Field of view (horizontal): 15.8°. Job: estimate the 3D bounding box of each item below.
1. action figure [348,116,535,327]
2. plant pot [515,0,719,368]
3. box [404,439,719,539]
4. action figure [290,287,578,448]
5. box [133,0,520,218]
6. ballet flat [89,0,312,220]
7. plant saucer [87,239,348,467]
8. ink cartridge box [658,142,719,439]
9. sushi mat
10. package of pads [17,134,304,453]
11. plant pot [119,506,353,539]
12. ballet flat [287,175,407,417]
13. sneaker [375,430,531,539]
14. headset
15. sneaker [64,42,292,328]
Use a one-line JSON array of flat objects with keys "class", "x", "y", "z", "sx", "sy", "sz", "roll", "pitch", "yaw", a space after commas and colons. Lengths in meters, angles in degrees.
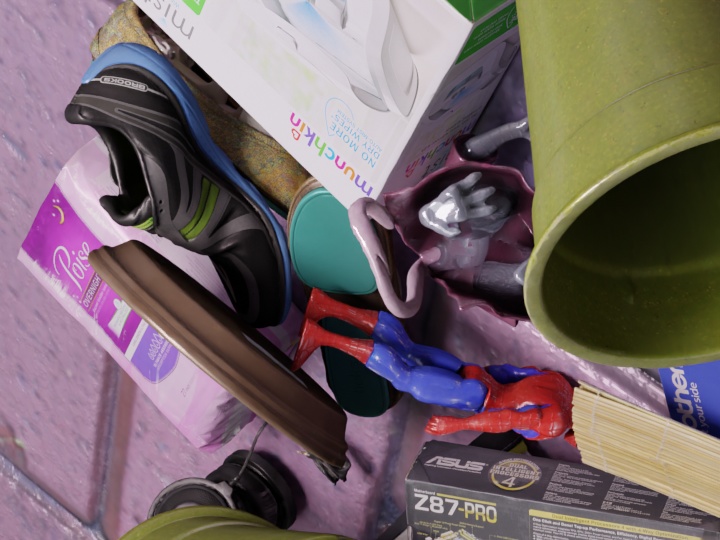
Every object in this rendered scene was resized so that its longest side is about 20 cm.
[{"class": "action figure", "x": 0.064, "y": -0.006, "z": 1.460, "sx": 0.200, "sy": 0.148, "sz": 0.135, "roll": -161, "pitch": 52, "yaw": -80}, {"class": "plant pot", "x": 0.153, "y": -0.086, "z": 1.263, "sx": 0.200, "sy": 0.199, "sz": 0.191, "roll": 119, "pitch": 144, "yaw": -49}, {"class": "box", "x": 0.128, "y": 0.193, "z": 1.566, "sx": 0.199, "sy": 0.049, "sz": 0.162, "roll": 7, "pitch": 125, "yaw": 20}, {"class": "action figure", "x": 0.058, "y": 0.069, "z": 1.547, "sx": 0.199, "sy": 0.066, "sz": 0.052, "roll": 18, "pitch": 115, "yaw": -4}, {"class": "box", "x": -0.010, "y": -0.164, "z": 1.469, "sx": 0.200, "sy": 0.097, "sz": 0.177, "roll": 44, "pitch": 138, "yaw": 12}, {"class": "ballet flat", "x": -0.084, "y": -0.104, "z": 1.619, "sx": 0.200, "sy": 0.071, "sz": 0.071, "roll": 38, "pitch": 139, "yaw": 18}, {"class": "plant saucer", "x": -0.080, "y": 0.045, "z": 1.561, "sx": 0.200, "sy": 0.030, "sz": 0.200, "roll": 41, "pitch": -179, "yaw": -1}, {"class": "ink cartridge box", "x": 0.200, "y": 0.012, "z": 1.412, "sx": 0.094, "sy": 0.044, "sz": 0.201, "roll": 6, "pitch": 121, "yaw": 45}, {"class": "sushi mat", "x": 0.210, "y": 0.119, "z": 1.443, "sx": 0.199, "sy": 0.012, "sz": 0.096, "roll": 22, "pitch": 157, "yaw": 17}, {"class": "package of pads", "x": -0.132, "y": 0.013, "z": 1.736, "sx": 0.200, "sy": 0.076, "sz": 0.121, "roll": 46, "pitch": 138, "yaw": 12}, {"class": "plant pot", "x": -0.056, "y": 0.235, "z": 1.596, "sx": 0.201, "sy": 0.200, "sz": 0.190, "roll": 59, "pitch": 152, "yaw": -4}, {"class": "ballet flat", "x": 0.000, "y": 0.000, "z": 1.588, "sx": 0.067, "sy": 0.073, "sz": 0.201, "roll": 5, "pitch": 134, "yaw": 20}, {"class": "sneaker", "x": 0.064, "y": 0.177, "z": 1.651, "sx": 0.083, "sy": 0.072, "sz": 0.200, "roll": 47, "pitch": 141, "yaw": 9}, {"class": "headset", "x": -0.083, "y": 0.174, "z": 1.772, "sx": 0.094, "sy": 0.123, "sz": 0.201, "roll": 41, "pitch": 119, "yaw": 16}, {"class": "sneaker", "x": -0.111, "y": -0.042, "z": 1.565, "sx": 0.071, "sy": 0.083, "sz": 0.200, "roll": 6, "pitch": 136, "yaw": 56}]
